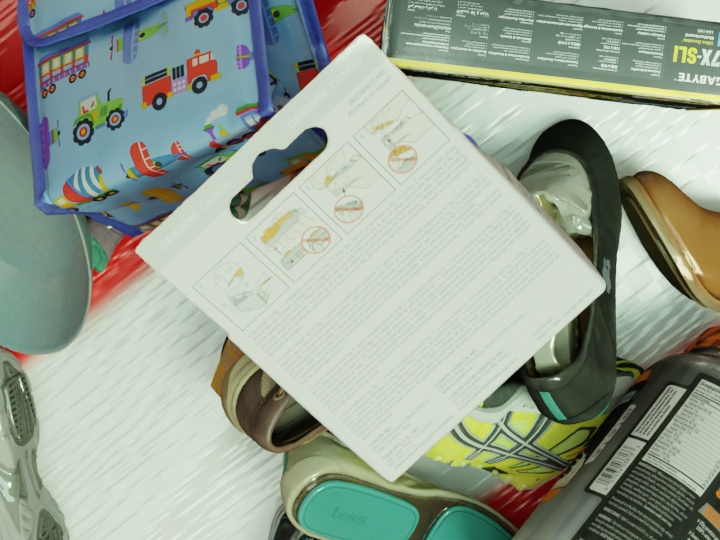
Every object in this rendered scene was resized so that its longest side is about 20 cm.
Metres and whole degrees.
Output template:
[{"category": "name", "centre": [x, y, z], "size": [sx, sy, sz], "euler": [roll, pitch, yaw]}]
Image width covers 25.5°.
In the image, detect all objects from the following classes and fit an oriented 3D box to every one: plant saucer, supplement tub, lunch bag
[{"category": "plant saucer", "centre": [-0.221, -0.045, 0.943], "size": [0.201, 0.039, 0.201], "euler": [23, 132, 28]}, {"category": "supplement tub", "centre": [0.181, 0.134, 0.913], "size": [0.123, 0.123, 0.200], "euler": [45, 67, -4]}, {"category": "lunch bag", "centre": [-0.105, -0.140, 0.863], "size": [0.150, 0.094, 0.200], "euler": [-20, 72, 24]}]

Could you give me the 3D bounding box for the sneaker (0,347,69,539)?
[{"category": "sneaker", "centre": [-0.244, 0.152, 0.997], "size": [0.099, 0.078, 0.200], "euler": [-10, 89, 10]}]

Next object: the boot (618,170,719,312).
[{"category": "boot", "centre": [0.267, -0.025, 0.963], "size": [0.155, 0.077, 0.200], "euler": [-44, 93, 4]}]

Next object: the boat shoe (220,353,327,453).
[{"category": "boat shoe", "centre": [0.014, 0.038, 0.920], "size": [0.200, 0.072, 0.072], "euler": [-33, 116, -12]}]

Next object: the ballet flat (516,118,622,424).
[{"category": "ballet flat", "centre": [0.117, -0.011, 0.925], "size": [0.068, 0.068, 0.200], "euler": [-18, 60, 30]}]

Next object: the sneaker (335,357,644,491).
[{"category": "sneaker", "centre": [0.082, 0.098, 0.961], "size": [0.200, 0.075, 0.077], "euler": [-3, 101, -16]}]

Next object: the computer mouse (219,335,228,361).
[{"category": "computer mouse", "centre": [-0.022, -0.004, 0.990], "size": [0.059, 0.034, 0.200], "euler": [33, 95, -2]}]

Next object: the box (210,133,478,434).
[{"category": "box", "centre": [0.000, 0.000, 0.966], "size": [0.119, 0.041, 0.200], "euler": [19, 95, -27]}]

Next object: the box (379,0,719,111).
[{"category": "box", "centre": [0.110, -0.125, 0.911], "size": [0.200, 0.160, 0.049], "euler": [7, 97, -1]}]

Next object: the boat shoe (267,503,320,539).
[{"category": "boat shoe", "centre": [-0.042, 0.242, 0.998], "size": [0.072, 0.071, 0.200], "euler": [1, 97, 0]}]

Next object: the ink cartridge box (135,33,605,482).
[{"category": "ink cartridge box", "centre": [0.008, -0.007, 0.830], "size": [0.163, 0.057, 0.200], "euler": [-43, 111, 8]}]

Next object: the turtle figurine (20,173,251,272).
[{"category": "turtle figurine", "centre": [-0.104, -0.091, 0.948], "size": [0.200, 0.101, 0.150], "euler": [-31, 80, 16]}]

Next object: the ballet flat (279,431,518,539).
[{"category": "ballet flat", "centre": [0.029, 0.151, 0.984], "size": [0.200, 0.069, 0.070], "euler": [32, 97, -32]}]
